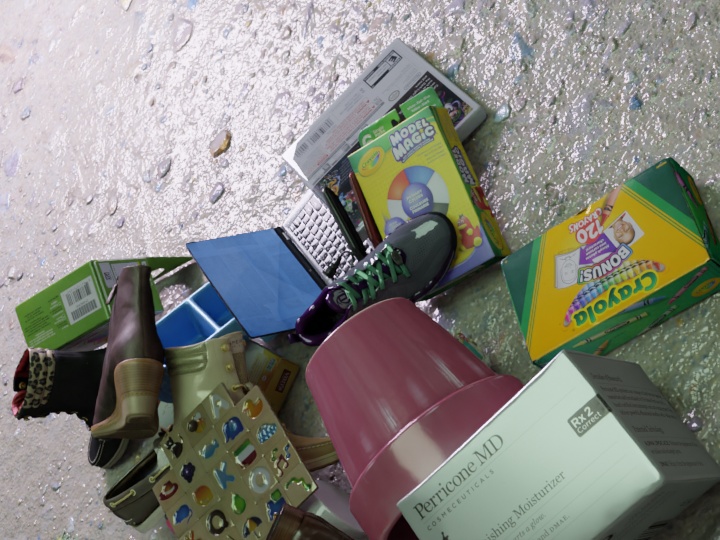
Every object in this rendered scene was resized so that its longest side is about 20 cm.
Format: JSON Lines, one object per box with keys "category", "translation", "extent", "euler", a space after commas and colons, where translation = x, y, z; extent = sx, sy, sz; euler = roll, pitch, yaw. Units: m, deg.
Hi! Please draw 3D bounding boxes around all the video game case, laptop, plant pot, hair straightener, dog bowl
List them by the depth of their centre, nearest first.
{"category": "plant pot", "translation": [0.048, 0.133, 1.209], "extent": [0.200, 0.199, 0.180], "euler": [-45, 64, 16]}
{"category": "hair straightener", "translation": [0.000, 0.000, 1.405], "extent": [0.076, 0.041, 0.202], "euler": [-23, 84, 15]}
{"category": "laptop", "translation": [-0.068, -0.037, 1.477], "extent": [0.201, 0.115, 0.187], "euler": [-52, 47, 11]}
{"category": "video game case", "translation": [0.023, -0.153, 1.489], "extent": [0.200, 0.023, 0.182], "euler": [-45, 47, 2]}
{"category": "dog bowl", "translation": [-0.172, 0.067, 1.510], "extent": [0.199, 0.050, 0.111], "euler": [-39, 39, -13]}

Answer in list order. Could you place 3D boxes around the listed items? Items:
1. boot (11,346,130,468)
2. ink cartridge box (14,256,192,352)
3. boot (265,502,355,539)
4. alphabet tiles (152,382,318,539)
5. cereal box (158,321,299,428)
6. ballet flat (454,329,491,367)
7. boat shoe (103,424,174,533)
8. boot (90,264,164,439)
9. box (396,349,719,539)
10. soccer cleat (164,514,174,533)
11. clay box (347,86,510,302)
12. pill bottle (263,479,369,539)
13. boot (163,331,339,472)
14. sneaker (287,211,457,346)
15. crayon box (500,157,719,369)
{"category": "boot", "translation": [-0.347, 0.163, 1.579], "extent": [0.201, 0.149, 0.074], "euler": [-62, 37, 38]}
{"category": "ink cartridge box", "translation": [-0.303, 0.044, 1.621], "extent": [0.147, 0.199, 0.077], "euler": [-27, 78, 30]}
{"category": "boot", "translation": [-0.018, 0.338, 1.235], "extent": [0.064, 0.198, 0.188], "euler": [-73, 7, -75]}
{"category": "alphabet tiles", "translation": [-0.130, 0.220, 1.316], "extent": [0.166, 0.006, 0.201], "euler": [-45, 57, 15]}
{"category": "cereal box", "translation": [-0.172, 0.140, 1.543], "extent": [0.199, 0.039, 0.145], "euler": [22, 87, 45]}
{"category": "ballet flat", "translation": [0.043, 0.109, 1.341], "extent": [0.198, 0.064, 0.076], "euler": [-23, 22, 28]}
{"category": "boat shoe", "translation": [-0.213, 0.212, 1.469], "extent": [0.200, 0.059, 0.072], "euler": [-47, 22, 19]}
{"category": "boot", "translation": [-0.256, 0.096, 1.447], "extent": [0.200, 0.071, 0.169], "euler": [140, 129, -63]}
{"category": "box", "translation": [0.171, 0.183, 1.088], "extent": [0.199, 0.199, 0.131], "euler": [-45, 65, 17]}
{"category": "soccer cleat", "translation": [-0.154, 0.284, 1.445], "extent": [0.070, 0.087, 0.199], "euler": [-48, 15, -26]}
{"category": "clay box", "translation": [0.066, -0.081, 1.374], "extent": [0.114, 0.047, 0.202], "euler": [-29, 79, 28]}
{"category": "pill bottle", "translation": [-0.073, 0.317, 1.324], "extent": [0.201, 0.112, 0.113], "euler": [-54, 46, 9]}
{"category": "boot", "translation": [-0.115, 0.143, 1.387], "extent": [0.197, 0.073, 0.158], "euler": [-6, 86, 17]}
{"category": "sneaker", "translation": [0.014, 0.018, 1.326], "extent": [0.200, 0.087, 0.075], "euler": [-43, 78, 20]}
{"category": "crayon box", "translation": [0.238, 0.000, 1.226], "extent": [0.199, 0.058, 0.120], "euler": [-33, 52, 26]}
